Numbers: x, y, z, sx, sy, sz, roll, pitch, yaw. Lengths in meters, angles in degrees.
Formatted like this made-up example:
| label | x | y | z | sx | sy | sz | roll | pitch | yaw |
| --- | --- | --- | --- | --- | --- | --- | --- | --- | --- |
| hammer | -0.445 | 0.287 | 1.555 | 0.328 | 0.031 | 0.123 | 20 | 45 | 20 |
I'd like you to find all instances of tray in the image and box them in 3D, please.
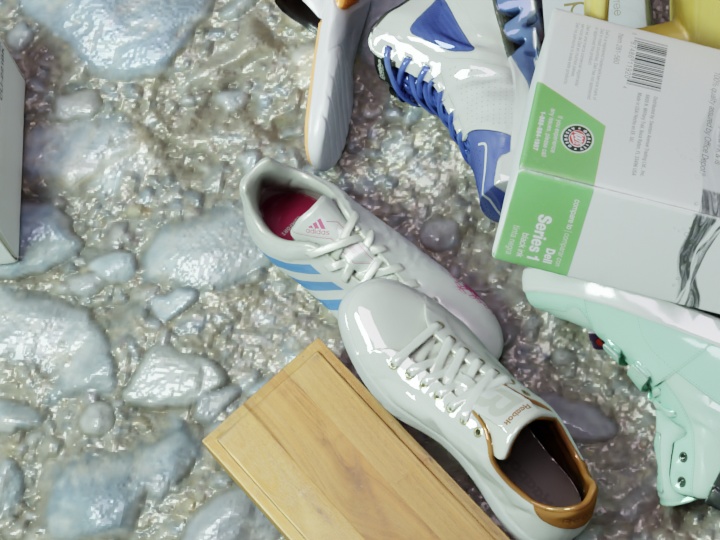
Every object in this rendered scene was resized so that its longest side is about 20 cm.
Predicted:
| label | x | y | z | sx | sy | sz | roll | pitch | yaw |
| --- | --- | --- | --- | --- | --- | --- | --- | --- | --- |
| tray | 0.003 | 0.143 | 1.679 | 0.099 | 0.037 | 0.200 | -41 | 65 | -6 |

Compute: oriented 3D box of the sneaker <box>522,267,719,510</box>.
| label | x | y | z | sx | sy | sz | roll | pitch | yaw |
| --- | --- | --- | --- | --- | --- | --- | --- | --- | --- |
| sneaker | 0.170 | 0.073 | 1.636 | 0.200 | 0.074 | 0.119 | 23 | 97 | 21 |

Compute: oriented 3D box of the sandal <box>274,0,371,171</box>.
| label | x | y | z | sx | sy | sz | roll | pitch | yaw |
| --- | --- | --- | --- | --- | --- | --- | --- | --- | --- |
| sandal | -0.031 | -0.167 | 1.803 | 0.059 | 0.079 | 0.208 | 5 | 70 | 13 |

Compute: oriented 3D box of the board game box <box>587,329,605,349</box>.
| label | x | y | z | sx | sy | sz | roll | pitch | yaw |
| --- | --- | --- | --- | --- | --- | --- | --- | --- | --- |
| board game box | 0.244 | -0.006 | 1.694 | 0.199 | 0.032 | 0.121 | 2 | 63 | 15 |

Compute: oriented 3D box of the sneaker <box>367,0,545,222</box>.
| label | x | y | z | sx | sy | sz | roll | pitch | yaw |
| --- | --- | --- | --- | --- | --- | --- | --- | --- | --- |
| sneaker | 0.064 | -0.115 | 1.764 | 0.114 | 0.081 | 0.200 | -9 | 58 | 14 |

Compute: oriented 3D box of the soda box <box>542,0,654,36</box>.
| label | x | y | z | sx | sy | sz | roll | pitch | yaw |
| --- | --- | --- | --- | --- | --- | --- | --- | --- | --- |
| soda box | 0.152 | -0.185 | 1.776 | 0.068 | 0.064 | 0.201 | -7 | 66 | 10 |

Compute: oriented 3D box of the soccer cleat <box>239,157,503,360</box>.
| label | x | y | z | sx | sy | sz | roll | pitch | yaw |
| --- | --- | --- | --- | --- | --- | --- | --- | --- | --- |
| soccer cleat | 0.000 | 0.000 | 1.716 | 0.200 | 0.086 | 0.070 | 34 | 78 | 24 |

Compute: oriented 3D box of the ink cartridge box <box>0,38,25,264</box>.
| label | x | y | z | sx | sy | sz | roll | pitch | yaw |
| --- | --- | --- | --- | --- | --- | --- | --- | --- | --- |
| ink cartridge box | -0.327 | -0.075 | 1.830 | 0.199 | 0.084 | 0.145 | -7 | 64 | 12 |

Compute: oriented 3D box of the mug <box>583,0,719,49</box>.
| label | x | y | z | sx | sy | sz | roll | pitch | yaw |
| --- | --- | --- | --- | --- | --- | --- | --- | --- | --- |
| mug | 0.235 | -0.191 | 1.687 | 0.185 | 0.154 | 0.150 | 8 | 42 | 5 |

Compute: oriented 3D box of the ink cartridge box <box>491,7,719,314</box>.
| label | x | y | z | sx | sy | sz | roll | pitch | yaw |
| --- | --- | --- | --- | --- | --- | --- | --- | --- | --- |
| ink cartridge box | 0.191 | -0.058 | 1.617 | 0.199 | 0.085 | 0.147 | 15 | 47 | 1 |

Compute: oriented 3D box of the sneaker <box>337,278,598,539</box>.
| label | x | y | z | sx | sy | sz | roll | pitch | yaw |
| --- | --- | --- | --- | --- | --- | --- | --- | --- | --- |
| sneaker | 0.071 | 0.073 | 1.634 | 0.200 | 0.085 | 0.073 | 46 | 67 | 5 |
